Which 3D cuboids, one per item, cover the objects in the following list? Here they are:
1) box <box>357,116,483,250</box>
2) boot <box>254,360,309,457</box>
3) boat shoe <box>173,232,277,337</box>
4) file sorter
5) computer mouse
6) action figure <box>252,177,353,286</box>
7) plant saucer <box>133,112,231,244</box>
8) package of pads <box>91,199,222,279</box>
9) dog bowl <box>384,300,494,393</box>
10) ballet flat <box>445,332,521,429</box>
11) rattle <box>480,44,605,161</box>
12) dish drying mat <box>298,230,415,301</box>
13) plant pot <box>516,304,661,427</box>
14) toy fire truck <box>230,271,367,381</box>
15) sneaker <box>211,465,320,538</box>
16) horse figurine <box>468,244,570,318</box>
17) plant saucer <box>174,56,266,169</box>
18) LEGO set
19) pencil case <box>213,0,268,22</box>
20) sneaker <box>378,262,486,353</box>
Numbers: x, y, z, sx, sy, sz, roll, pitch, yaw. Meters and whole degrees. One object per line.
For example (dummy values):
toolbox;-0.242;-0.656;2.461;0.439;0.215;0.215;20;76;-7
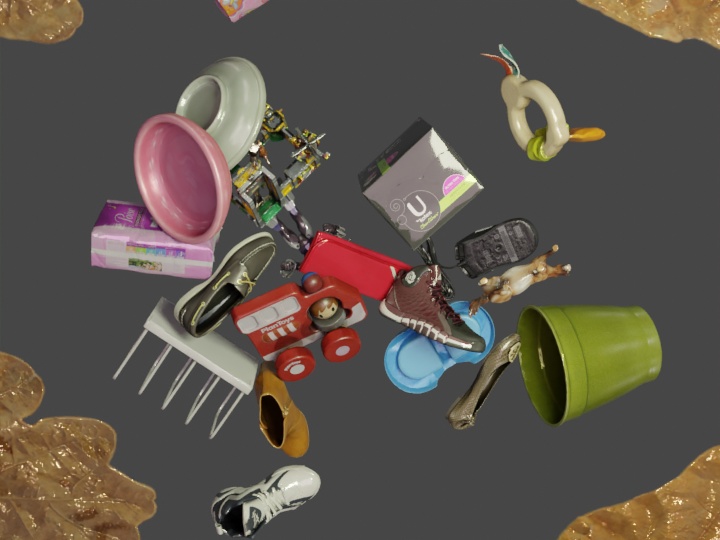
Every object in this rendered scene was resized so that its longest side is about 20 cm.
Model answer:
box;0.089;-0.140;1.593;0.148;0.200;0.124;-42;101;7
boot;-0.135;0.261;1.692;0.070;0.144;0.203;-15;113;3
boat shoe;-0.202;0.025;1.604;0.201;0.061;0.072;-44;141;-6
file sorter;-0.287;0.165;1.679;0.199;0.139;0.125;34;102;-9
computer mouse;0.188;-0.054;1.699;0.199;0.046;0.141;-29;99;11
action figure;-0.098;-0.053;1.674;0.130;0.069;0.200;-41;104;2
plant saucer;-0.263;-0.142;1.538;0.199;0.051;0.203;21;123;35
package of pads;-0.327;-0.052;1.637;0.197;0.121;0.076;7;122;-4
dog bowl;0.133;0.125;1.730;0.199;0.050;0.112;-31;102;5
ballet flat;0.218;0.194;1.737;0.046;0.067;0.201;43;104;31
rattle;0.298;-0.289;1.639;0.142;0.130;0.202;-25;76;-7
dish drying mat;0.000;0.000;1.680;0.198;0.018;0.077;20;107;-27
plant pot;0.386;0.140;1.684;0.190;0.200;0.203;-10;103;-12
toy fire truck;-0.093;0.076;1.640;0.198;0.113;0.168;-23;143;2
sneaker;-0.164;0.406;1.739;0.197;0.130;0.081;-11;104;0
horse figurine;0.257;0.017;1.673;0.198;0.133;0.050;-27;78;-1
plant saucer;-0.234;-0.244;1.569;0.050;0.200;0.201;23;105;-50
LEGO set;-0.155;-0.174;1.578;0.199;0.116;0.154;-38;70;-8
pencil case;-0.144;-0.472;1.575;0.199;0.087;0.088;-34;102;4
sneaker;0.127;0.051;1.642;0.198;0.075;0.117;23;94;28
